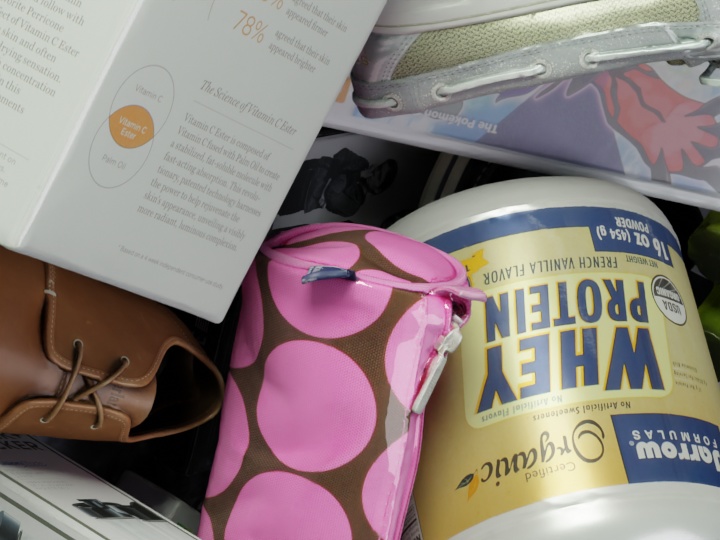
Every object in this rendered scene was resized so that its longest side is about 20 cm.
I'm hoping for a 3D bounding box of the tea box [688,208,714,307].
[{"bbox_3d":[0.231,0.076,1.365,0.200,0.134,0.197,17,101,-59],"label":"tea box"}]

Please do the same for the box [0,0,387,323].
[{"bbox_3d":[-0.066,-0.100,0.827,0.124,0.097,0.200,24,94,-59],"label":"box"}]

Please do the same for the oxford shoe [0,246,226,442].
[{"bbox_3d":[-0.111,0.028,0.876,0.200,0.071,0.071,5,113,-61],"label":"oxford shoe"}]

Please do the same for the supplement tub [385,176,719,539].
[{"bbox_3d":[0.078,0.078,1.003,0.144,0.200,0.144,-10,153,-5],"label":"supplement tub"}]

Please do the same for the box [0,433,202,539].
[{"bbox_3d":[-0.092,0.145,0.886,0.060,0.200,0.117,3,110,-58],"label":"box"}]

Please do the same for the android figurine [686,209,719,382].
[{"bbox_3d":[0.207,-0.040,1.136,0.200,0.041,0.182,-45,149,-37],"label":"android figurine"}]

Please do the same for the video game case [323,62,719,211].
[{"bbox_3d":[0.087,-0.124,0.982,0.200,0.023,0.182,11,114,-18],"label":"video game case"}]

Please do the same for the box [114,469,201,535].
[{"bbox_3d":[-0.085,0.183,1.086,0.144,0.036,0.200,-57,147,-8],"label":"box"}]

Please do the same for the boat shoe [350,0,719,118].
[{"bbox_3d":[0.094,-0.097,0.945,0.202,0.074,0.065,-6,118,-4],"label":"boat shoe"}]

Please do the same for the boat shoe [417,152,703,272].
[{"bbox_3d":[0.094,-0.028,1.109,0.200,0.062,0.075,11,106,-57],"label":"boat shoe"}]

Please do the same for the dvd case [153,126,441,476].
[{"bbox_3d":[0.000,0.000,1.074,0.200,0.025,0.150,-14,125,-52],"label":"dvd case"}]

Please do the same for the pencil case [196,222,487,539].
[{"bbox_3d":[-0.013,0.085,0.935,0.091,0.094,0.200,-17,119,-62],"label":"pencil case"}]
